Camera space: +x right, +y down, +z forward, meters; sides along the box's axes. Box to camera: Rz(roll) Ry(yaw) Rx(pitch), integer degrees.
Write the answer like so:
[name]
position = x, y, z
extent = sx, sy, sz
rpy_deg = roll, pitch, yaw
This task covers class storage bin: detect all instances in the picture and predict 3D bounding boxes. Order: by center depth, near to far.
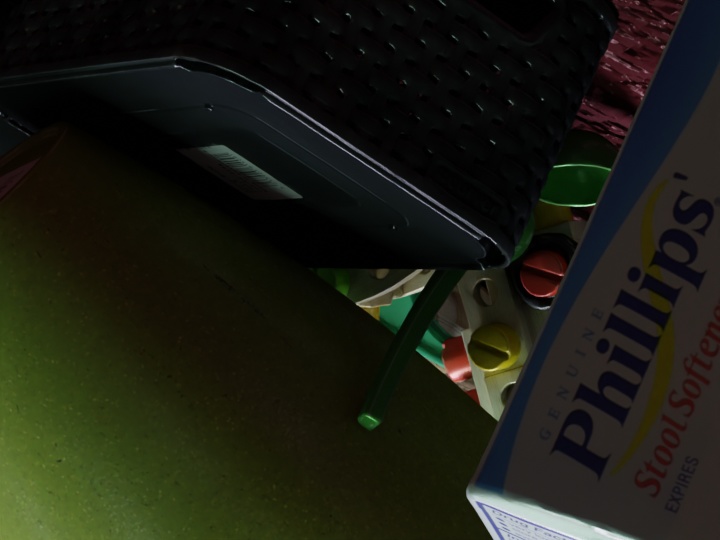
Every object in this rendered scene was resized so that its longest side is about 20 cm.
[storage bin]
position = -0.027, -0.071, 0.955
extent = 0.135, 0.094, 0.200
rpy_deg = 33, 165, -27

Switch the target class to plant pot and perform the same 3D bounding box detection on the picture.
[plant pot]
position = -0.071, 0.051, 0.975
extent = 0.200, 0.187, 0.187
rpy_deg = 50, 159, -14

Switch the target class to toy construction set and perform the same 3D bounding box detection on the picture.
[toy construction set]
position = 0.043, 0.038, 1.087
extent = 0.131, 0.200, 0.092
rpy_deg = -18, -171, 24

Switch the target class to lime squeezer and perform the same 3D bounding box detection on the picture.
[lime squeezer]
position = 0.064, -0.008, 0.977
extent = 0.038, 0.200, 0.071
rpy_deg = -10, 99, 57

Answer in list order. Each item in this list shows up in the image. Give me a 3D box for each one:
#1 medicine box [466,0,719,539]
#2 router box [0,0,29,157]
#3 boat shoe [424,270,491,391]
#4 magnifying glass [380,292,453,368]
[medicine box]
position = 0.127, 0.031, 0.874
extent = 0.103, 0.182, 0.200
rpy_deg = 20, 166, 17
[router box]
position = -0.159, -0.082, 1.112
extent = 0.150, 0.062, 0.200
rpy_deg = 33, 179, -26
[boat shoe]
position = 0.007, 0.019, 1.273
extent = 0.074, 0.069, 0.200
rpy_deg = 15, 163, 36
[magnifying glass]
position = 0.000, 0.000, 1.161
extent = 0.200, 0.080, 0.022
rpy_deg = 4, -162, 22
